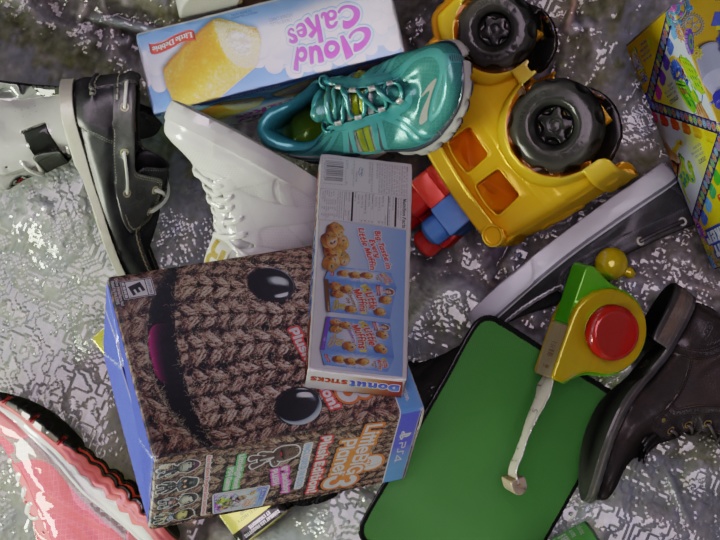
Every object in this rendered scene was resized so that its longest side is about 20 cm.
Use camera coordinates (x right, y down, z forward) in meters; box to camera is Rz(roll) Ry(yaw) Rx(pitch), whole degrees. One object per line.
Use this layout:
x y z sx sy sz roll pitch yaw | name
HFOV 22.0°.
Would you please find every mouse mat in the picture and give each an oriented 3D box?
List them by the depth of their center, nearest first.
0.102 0.152 1.437 0.160 0.008 0.201 32 88 -28 | mouse mat

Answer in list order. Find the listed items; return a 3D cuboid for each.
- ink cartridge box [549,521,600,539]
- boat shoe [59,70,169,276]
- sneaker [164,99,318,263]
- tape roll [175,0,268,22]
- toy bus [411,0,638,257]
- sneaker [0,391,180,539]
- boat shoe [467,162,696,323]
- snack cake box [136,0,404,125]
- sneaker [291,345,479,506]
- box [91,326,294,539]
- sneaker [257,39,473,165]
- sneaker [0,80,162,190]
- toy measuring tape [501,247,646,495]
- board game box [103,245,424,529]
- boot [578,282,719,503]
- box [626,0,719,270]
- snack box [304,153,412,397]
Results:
0.123 0.306 1.414 0.199 0.084 0.147 -28 99 0 | ink cartridge box
-0.177 -0.060 1.436 0.067 0.072 0.201 -13 121 -2 | boat shoe
-0.095 -0.042 1.422 0.074 0.200 0.116 34 91 47 | sneaker
-0.046 -0.230 1.415 0.201 0.203 0.037 -14 83 1 | tape roll
0.092 -0.109 1.447 0.192 0.136 0.201 -36 83 16 | toy bus
-0.240 0.175 1.458 0.200 0.074 0.087 40 90 4 | sneaker
0.176 -0.007 1.457 0.199 0.069 0.057 -36 86 -3 | boat shoe
-0.066 -0.166 1.453 0.199 0.115 0.068 -14 83 2 | snack cake box
0.013 0.101 1.456 0.199 0.076 0.091 -32 75 -4 | sneaker
-0.130 0.120 1.457 0.050 0.075 0.201 -36 86 0 | box
0.004 -0.120 1.391 0.199 0.079 0.078 -19 74 43 | sneaker
-0.255 -0.106 1.484 0.198 0.074 0.089 6 93 9 | sneaker
0.170 0.081 1.414 0.073 0.074 0.201 19 90 4 | toy measuring tape
-0.075 0.080 1.361 0.199 0.097 0.160 -10 56 -17 | board game box
0.278 0.122 1.440 0.173 0.069 0.201 29 88 -6 | boot
0.340 -0.129 1.415 0.199 0.122 0.194 -20 86 -11 | box
0.000 0.000 1.357 0.071 0.024 0.201 7 52 -5 | snack box
